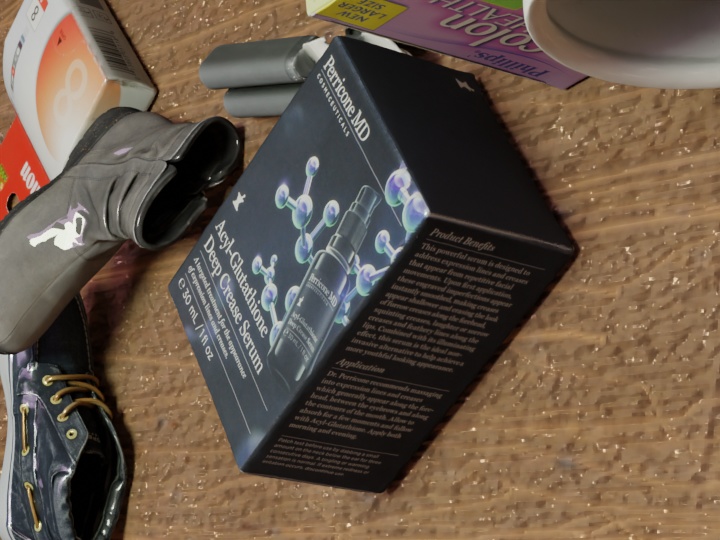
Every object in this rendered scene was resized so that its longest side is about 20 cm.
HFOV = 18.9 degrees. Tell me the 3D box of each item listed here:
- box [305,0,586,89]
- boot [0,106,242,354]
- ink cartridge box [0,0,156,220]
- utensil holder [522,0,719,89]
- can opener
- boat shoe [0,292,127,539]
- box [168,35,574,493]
[{"bbox_3d":[0.062,-0.219,1.122,0.096,0.175,0.201,-27,59,46],"label":"box"},{"bbox_3d":[-0.171,-0.027,1.420,0.131,0.070,0.201,13,69,54],"label":"boot"},{"bbox_3d":[-0.236,-0.102,1.592,0.201,0.050,0.163,-56,42,22],"label":"ink cartridge box"},{"bbox_3d":[0.159,-0.210,1.004,0.169,0.169,0.202,-21,61,48],"label":"utensil holder"},{"bbox_3d":[-0.023,-0.127,1.327,0.199,0.053,0.067,-4,43,51],"label":"can opener"},{"bbox_3d":[-0.198,0.095,1.477,0.091,0.071,0.202,-6,81,48],"label":"boat shoe"},{"bbox_3d":[0.000,0.000,1.203,0.200,0.107,0.149,-54,42,28],"label":"box"}]
